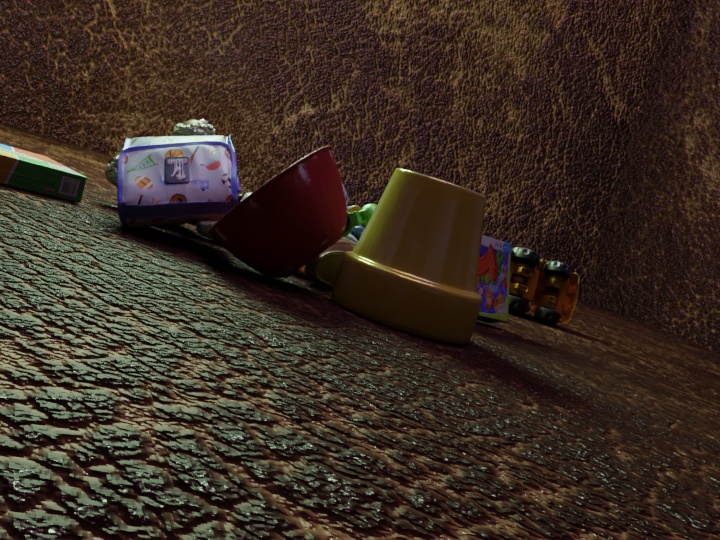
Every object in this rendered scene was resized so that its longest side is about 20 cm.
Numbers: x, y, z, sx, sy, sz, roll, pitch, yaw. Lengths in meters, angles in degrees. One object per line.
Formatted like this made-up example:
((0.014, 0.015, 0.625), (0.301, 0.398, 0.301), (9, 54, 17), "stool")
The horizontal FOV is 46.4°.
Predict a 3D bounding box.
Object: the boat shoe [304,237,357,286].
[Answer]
((0.000, 0.000, 1.244), (0.071, 0.077, 0.198), (28, 15, 38), "boat shoe")

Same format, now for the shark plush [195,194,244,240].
((-0.216, -0.080, 1.412), (0.081, 0.093, 0.200), (-14, 10, 3), "shark plush")

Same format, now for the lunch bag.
((-0.256, -0.124, 1.192), (0.166, 0.127, 0.201), (-4, 24, -9), "lunch bag")

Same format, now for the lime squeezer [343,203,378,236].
((-0.010, -0.071, 1.193), (0.196, 0.039, 0.071), (-15, 10, -9), "lime squeezer")

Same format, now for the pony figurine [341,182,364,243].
((-0.058, -0.076, 1.397), (0.195, 0.166, 0.200), (53, -15, -9), "pony figurine")

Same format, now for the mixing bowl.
((-0.091, -0.061, 1.109), (0.109, 0.198, 0.200), (55, 4, -3), "mixing bowl")

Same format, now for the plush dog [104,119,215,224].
((-0.297, -0.132, 1.376), (0.197, 0.163, 0.172), (-26, 37, -16), "plush dog")

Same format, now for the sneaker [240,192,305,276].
((-0.106, -0.066, 1.299), (0.199, 0.083, 0.077), (36, 11, 23), "sneaker")

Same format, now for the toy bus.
((0.370, 0.043, 1.914), (0.196, 0.139, 0.192), (19, -12, -12), "toy bus")

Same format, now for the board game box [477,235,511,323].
((0.171, 0.005, 1.394), (0.197, 0.138, 0.044), (13, -14, -41), "board game box")

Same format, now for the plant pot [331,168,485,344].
((0.078, -0.025, 1.114), (0.196, 0.193, 0.201), (16, 4, -1), "plant pot")

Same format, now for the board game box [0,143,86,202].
((-0.525, -0.159, 1.278), (0.151, 0.041, 0.198), (14, 6, -41), "board game box")
